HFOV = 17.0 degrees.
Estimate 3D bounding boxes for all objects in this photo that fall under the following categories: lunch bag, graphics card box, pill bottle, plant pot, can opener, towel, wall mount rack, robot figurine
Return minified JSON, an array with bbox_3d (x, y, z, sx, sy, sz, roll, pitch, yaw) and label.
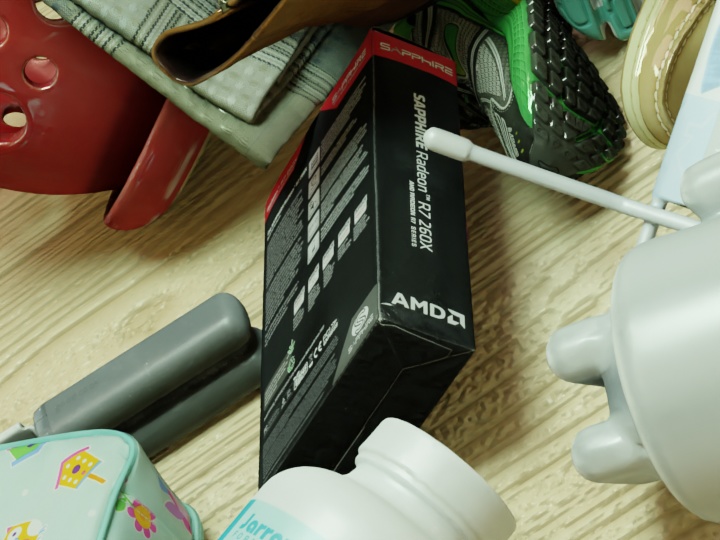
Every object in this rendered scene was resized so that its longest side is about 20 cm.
[{"bbox_3d":[-0.161,0.168,1.075,0.160,0.077,0.200,-15,42,31],"label":"lunch bag"},{"bbox_3d":[0.000,0.000,1.093,0.126,0.051,0.200,-56,22,36],"label":"graphics card box"},{"bbox_3d":[-0.026,0.155,0.945,0.200,0.111,0.111,-50,38,-15],"label":"pill bottle"},{"bbox_3d":[-0.154,-0.132,1.265,0.201,0.182,0.201,-90,26,-67],"label":"plant pot"},{"bbox_3d":[-0.137,0.071,1.178,0.200,0.053,0.067,-33,37,6],"label":"can opener"},{"bbox_3d":[-0.073,-0.166,1.183,0.035,0.200,0.193,-48,6,47],"label":"towel"},{"bbox_3d":[0.131,-0.083,1.025,0.173,0.075,0.201,19,89,34],"label":"wall mount rack"},{"bbox_3d":[0.173,0.026,0.910,0.200,0.113,0.170,-18,80,25],"label":"robot figurine"}]

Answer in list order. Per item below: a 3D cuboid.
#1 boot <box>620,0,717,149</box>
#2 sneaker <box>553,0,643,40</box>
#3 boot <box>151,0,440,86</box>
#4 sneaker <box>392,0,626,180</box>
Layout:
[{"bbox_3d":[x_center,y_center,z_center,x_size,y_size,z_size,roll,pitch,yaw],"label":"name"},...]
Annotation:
[{"bbox_3d":[0.222,-0.121,1.067,0.200,0.073,0.155,-47,38,-16],"label":"boot"},{"bbox_3d":[0.169,-0.198,1.194,0.200,0.078,0.091,-32,28,0],"label":"sneaker"},{"bbox_3d":[0.019,-0.161,1.071,0.188,0.069,0.200,-28,-1,34],"label":"boot"},{"bbox_3d":[0.068,-0.089,1.170,0.085,0.078,0.200,-39,27,11],"label":"sneaker"}]
